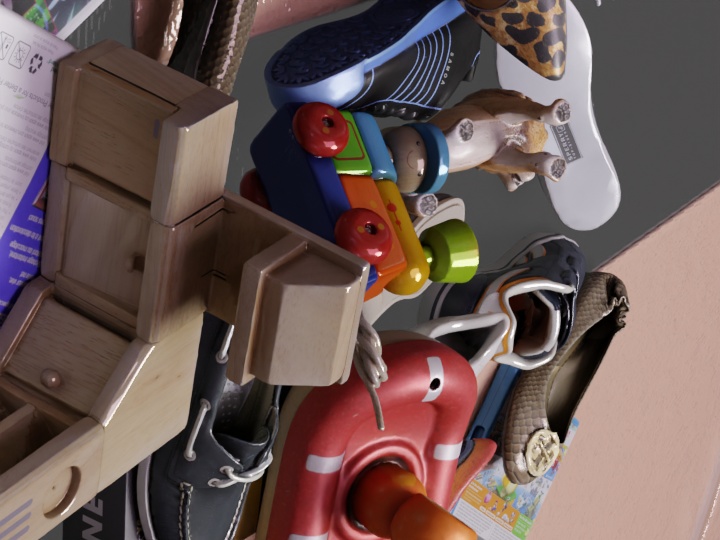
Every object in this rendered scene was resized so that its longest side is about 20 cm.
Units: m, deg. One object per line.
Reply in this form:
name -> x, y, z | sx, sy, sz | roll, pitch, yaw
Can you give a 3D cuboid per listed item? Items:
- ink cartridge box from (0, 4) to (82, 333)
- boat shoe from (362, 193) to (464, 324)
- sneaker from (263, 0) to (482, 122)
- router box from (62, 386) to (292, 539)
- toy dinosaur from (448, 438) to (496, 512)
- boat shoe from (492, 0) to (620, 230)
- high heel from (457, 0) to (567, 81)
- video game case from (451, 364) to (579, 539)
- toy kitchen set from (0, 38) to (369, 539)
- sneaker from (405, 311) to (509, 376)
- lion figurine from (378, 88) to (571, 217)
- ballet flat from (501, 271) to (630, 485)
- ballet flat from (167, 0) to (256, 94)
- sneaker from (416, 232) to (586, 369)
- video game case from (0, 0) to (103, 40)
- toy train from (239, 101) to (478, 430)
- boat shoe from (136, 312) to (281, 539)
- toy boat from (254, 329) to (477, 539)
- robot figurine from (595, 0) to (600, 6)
ink cartridge box -> -0.190, -0.024, 1.049 | 0.200, 0.043, 0.198 | -65, 158, -1
boat shoe -> 0.000, 0.000, 1.388 | 0.200, 0.057, 0.067 | -44, 146, -45
sneaker -> 0.016, -0.120, 1.319 | 0.200, 0.070, 0.078 | -35, 128, -44
router box -> -0.103, 0.078, 1.266 | 0.157, 0.052, 0.200 | -26, 128, -48
toy dinosaur -> 0.029, 0.187, 1.451 | 0.181, 0.200, 0.105 | -26, 153, -8
boat shoe -> 0.133, -0.120, 1.513 | 0.069, 0.057, 0.200 | -19, 122, -1
high heel -> 0.044, -0.188, 1.260 | 0.143, 0.071, 0.200 | -28, 90, -52
video game case -> 0.100, 0.184, 1.671 | 0.200, 0.018, 0.143 | -64, 147, -9
toy kitchen set -> -0.116, 0.034, 1.006 | 0.180, 0.163, 0.200 | -36, 145, -49
sneaker -> 0.021, 0.076, 1.398 | 0.200, 0.088, 0.075 | -36, 92, -40
lion figurine -> 0.056, -0.080, 1.395 | 0.200, 0.122, 0.073 | -6, 101, -38
ballet flat -> 0.161, 0.081, 1.650 | 0.200, 0.046, 0.067 | -60, 144, -33
ballet flat -> -0.084, -0.102, 1.169 | 0.046, 0.067, 0.200 | 14, 90, -34
sneaker -> 0.126, 0.026, 1.565 | 0.200, 0.079, 0.079 | -21, 124, -53
video game case -> -0.195, -0.159, 1.021 | 0.200, 0.023, 0.182 | -50, 144, -30
toy train -> 0.020, -0.002, 1.221 | 0.116, 0.200, 0.085 | -5, 152, -36
boat shoe -> -0.078, 0.085, 1.200 | 0.076, 0.060, 0.200 | -26, 127, -48
toy boat -> 0.021, 0.140, 1.298 | 0.130, 0.131, 0.200 | -3, 112, -39
robot figurine -> 0.135, -0.264, 1.377 | 0.200, 0.113, 0.170 | 67, 33, -49
